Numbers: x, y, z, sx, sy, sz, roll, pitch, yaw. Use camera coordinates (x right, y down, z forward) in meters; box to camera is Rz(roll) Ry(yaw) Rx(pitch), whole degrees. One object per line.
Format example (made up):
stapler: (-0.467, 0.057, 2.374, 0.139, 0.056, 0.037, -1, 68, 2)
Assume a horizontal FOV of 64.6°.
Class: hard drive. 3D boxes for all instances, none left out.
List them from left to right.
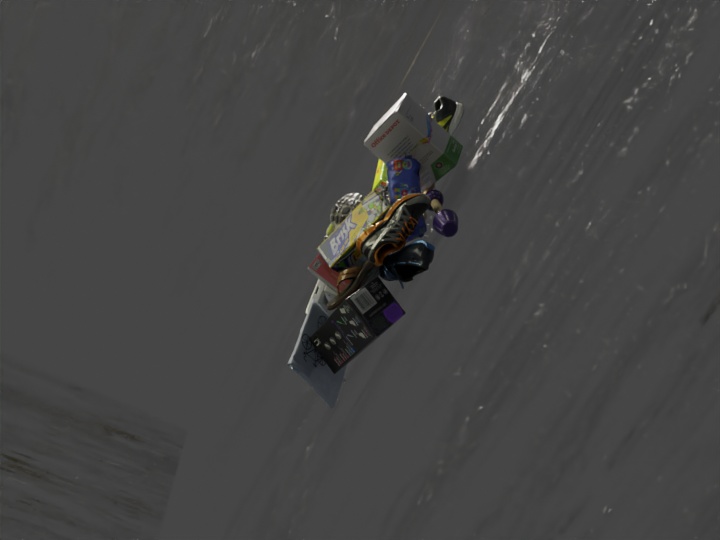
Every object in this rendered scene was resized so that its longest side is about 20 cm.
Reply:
hard drive: (-0.078, 0.100, 1.531, 0.134, 0.026, 0.201, -69, -28, -23)

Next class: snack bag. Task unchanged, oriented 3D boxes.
snack bag: (-0.091, 0.203, 1.369, 0.021, 0.189, 0.202, -15, 38, 31)

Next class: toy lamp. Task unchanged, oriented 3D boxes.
toy lamp: (0.176, -0.124, 1.255, 0.059, 0.057, 0.201, -57, 15, 17)

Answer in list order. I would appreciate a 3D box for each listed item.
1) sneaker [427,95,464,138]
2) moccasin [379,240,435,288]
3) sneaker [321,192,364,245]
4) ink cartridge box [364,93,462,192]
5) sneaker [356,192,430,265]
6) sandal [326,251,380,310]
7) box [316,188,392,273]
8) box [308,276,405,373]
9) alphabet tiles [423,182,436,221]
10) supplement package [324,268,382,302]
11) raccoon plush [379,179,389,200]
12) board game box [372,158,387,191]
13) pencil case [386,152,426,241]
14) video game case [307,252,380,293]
sneaker: (0.204, -0.370, 1.513, 0.074, 0.083, 0.203, -25, 41, 67)
moccasin: (0.093, -0.008, 1.293, 0.200, 0.079, 0.070, 141, 145, -61)
sneaker: (-0.046, -0.112, 1.520, 0.203, 0.076, 0.080, -66, -23, -8)
ink cartridge box: (0.129, -0.309, 1.404, 0.144, 0.199, 0.085, -35, 22, 48)
sneaker: (0.083, -0.090, 1.268, 0.199, 0.078, 0.078, -42, 55, 14)
sandal: (-0.015, 0.009, 1.319, 0.201, 0.054, 0.082, -49, 7, -7)
box: (-0.005, -0.088, 1.331, 0.200, 0.064, 0.070, -45, 58, 10)
box: (-0.011, 0.125, 1.286, 0.122, 0.107, 0.200, -32, -11, -44)
alphabet tiles: (0.140, -0.158, 1.504, 0.196, 0.014, 0.202, -51, 20, 32)
supplement package: (0.000, 0.000, 1.454, 0.118, 0.115, 0.203, 84, -153, -71)
raccoon plush: (0.119, -0.187, 1.511, 0.134, 0.097, 0.200, -47, 46, 1)
board game box: (0.100, -0.286, 1.685, 0.048, 0.100, 0.202, -47, 22, 42)
pencil case: (0.111, -0.171, 1.362, 0.078, 0.085, 0.205, 1, -96, -82)
video game case: (-0.015, -0.038, 1.396, 0.201, 0.142, 0.017, -51, -16, -13)
